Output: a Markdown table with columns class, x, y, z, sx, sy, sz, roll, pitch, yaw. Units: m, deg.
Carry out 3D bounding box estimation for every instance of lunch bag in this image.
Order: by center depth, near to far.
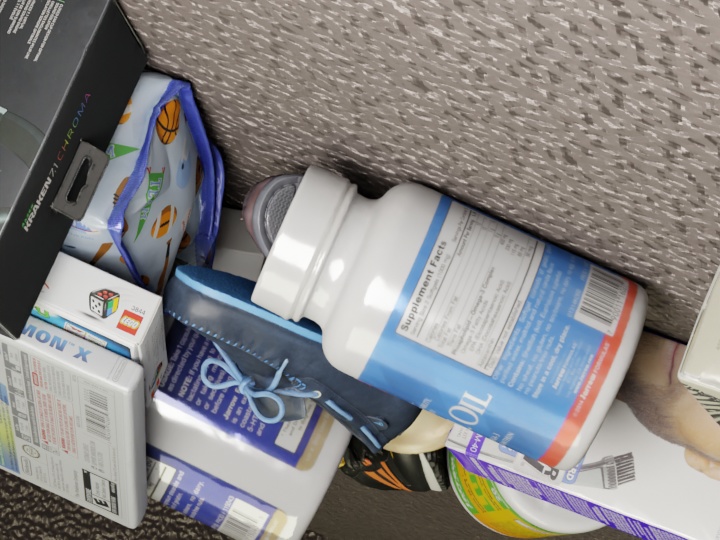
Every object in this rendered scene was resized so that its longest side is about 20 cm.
| class | x | y | z | sx | sy | sz | roll | pitch | yaw |
| --- | --- | --- | --- | --- | --- | --- | --- | --- | --- |
| lunch bag | -0.175 | -0.056 | 1.401 | 0.169 | 0.125 | 0.200 | 20 | 161 | 14 |

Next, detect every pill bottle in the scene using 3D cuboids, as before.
| class | x | y | z | sx | sy | sz | roll | pitch | yaw |
| --- | --- | --- | --- | --- | --- | --- | --- | --- | --- |
| pill bottle | 0.046 | 0.020 | 1.314 | 0.199 | 0.113 | 0.112 | 24 | 169 | 0 |
| pill bottle | -0.110 | 0.084 | 1.507 | 0.199 | 0.120 | 0.120 | 27 | 169 | -4 |
| pill bottle | 0.120 | 0.126 | 1.645 | 0.110 | 0.112 | 0.200 | 25 | 169 | -6 |

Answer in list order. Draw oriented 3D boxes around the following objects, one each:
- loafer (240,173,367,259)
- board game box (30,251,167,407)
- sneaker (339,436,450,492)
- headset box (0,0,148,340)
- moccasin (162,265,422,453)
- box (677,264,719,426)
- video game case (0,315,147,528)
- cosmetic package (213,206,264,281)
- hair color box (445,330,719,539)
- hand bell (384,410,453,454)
| class | x | y | z | sx | sy | sz | roll | pitch | yaw |
| --- | --- | --- | --- | --- | --- | --- | --- | --- | --- |
| loafer | 0.000 | 0.000 | 1.434 | 0.199 | 0.072 | 0.063 | 28 | 172 | -35 |
| board game box | -0.205 | 0.008 | 1.360 | 0.199 | 0.035 | 0.126 | 24 | 161 | 5 |
| sneaker | 0.016 | 0.127 | 1.714 | 0.089 | 0.071 | 0.200 | -6 | 171 | 4 |
| headset box | -0.228 | -0.081 | 1.258 | 0.199 | 0.175 | 0.093 | 20 | 168 | 13 |
| moccasin | -0.036 | 0.060 | 1.386 | 0.199 | 0.069 | 0.080 | 27 | -172 | -35 |
| box | 0.235 | 0.067 | 1.246 | 0.082 | 0.069 | 0.200 | 16 | 166 | 31 |
| video game case | -0.208 | 0.069 | 1.396 | 0.181 | 0.022 | 0.200 | 23 | 153 | 8 |
| cosmetic package | -0.165 | -0.009 | 1.559 | 0.198 | 0.083 | 0.051 | 10 | -145 | -7 |
| hair color box | 0.163 | 0.095 | 1.422 | 0.199 | 0.110 | 0.065 | 19 | 167 | 21 |
| hand bell | 0.009 | 0.021 | 1.525 | 0.104 | 0.105 | 0.200 | 17 | 154 | 33 |
